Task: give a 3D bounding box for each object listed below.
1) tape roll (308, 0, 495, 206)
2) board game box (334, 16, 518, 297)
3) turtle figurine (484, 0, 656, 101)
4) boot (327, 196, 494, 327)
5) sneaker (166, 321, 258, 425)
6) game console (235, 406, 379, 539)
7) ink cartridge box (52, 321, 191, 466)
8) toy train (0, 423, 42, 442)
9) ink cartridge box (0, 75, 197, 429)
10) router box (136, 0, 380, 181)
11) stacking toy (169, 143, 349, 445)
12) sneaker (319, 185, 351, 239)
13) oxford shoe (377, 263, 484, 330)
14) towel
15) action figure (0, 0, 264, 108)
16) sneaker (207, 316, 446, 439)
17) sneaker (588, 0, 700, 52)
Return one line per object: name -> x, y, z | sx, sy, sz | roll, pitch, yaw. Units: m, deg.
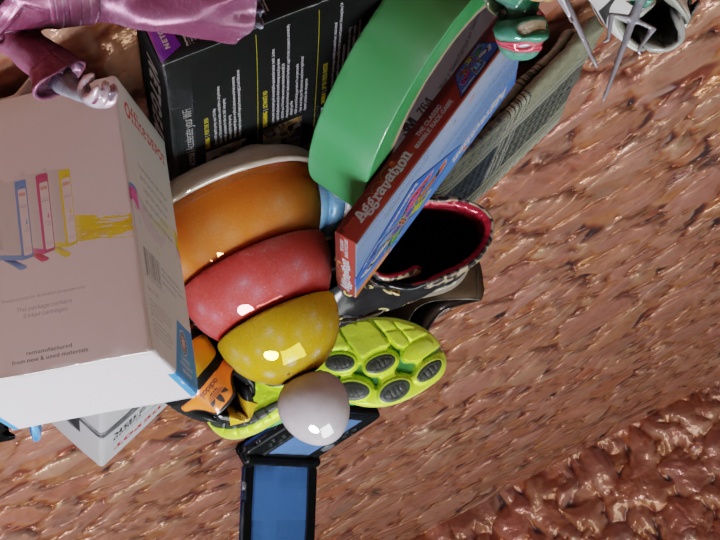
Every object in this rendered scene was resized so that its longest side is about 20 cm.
tape roll -> 0.040, -0.133, 1.182 | 0.201, 0.048, 0.200 | -53, 168, -16
board game box -> 0.047, -0.080, 1.187 | 0.200, 0.019, 0.103 | -53, 167, -17
turtle figurine -> 0.115, -0.197, 1.060 | 0.100, 0.201, 0.150 | 12, -161, 26
boot -> 0.000, 0.000, 1.294 | 0.199, 0.073, 0.151 | -12, 173, -11
sneaker -> -0.112, 0.083, 1.290 | 0.070, 0.090, 0.200 | -47, 170, -2
game console -> -0.058, 0.249, 2.119 | 0.171, 0.119, 0.200 | -33, 162, 17
ink cartridge box -> -0.181, 0.052, 1.383 | 0.144, 0.084, 0.200 | -44, 170, -22
toy train -> -0.277, 0.059, 1.272 | 0.086, 0.115, 0.200 | -12, 158, -13
ink cartridge box -> -0.185, -0.020, 1.089 | 0.125, 0.201, 0.129 | -11, 163, 4
router box -> -0.066, -0.134, 1.155 | 0.149, 0.051, 0.200 | -23, 162, -12
stacking toy -> -0.063, 0.027, 1.202 | 0.146, 0.200, 0.146 | -23, 166, -6
sneaker -> -0.029, -0.054, 1.418 | 0.130, 0.080, 0.200 | -7, 170, -9
oxford shoe -> 0.008, 0.036, 1.437 | 0.200, 0.085, 0.073 | -24, 166, 20
towel -> 0.108, -0.109, 1.440 | 0.200, 0.035, 0.193 | -43, 169, -20
action figure -> -0.152, -0.164, 0.928 | 0.199, 0.134, 0.149 | -12, -158, -11
sneaker -> -0.029, 0.079, 1.409 | 0.199, 0.074, 0.084 | -14, -175, 13
sneaker -> 0.219, -0.198, 1.351 | 0.074, 0.089, 0.200 | -37, 162, 21
